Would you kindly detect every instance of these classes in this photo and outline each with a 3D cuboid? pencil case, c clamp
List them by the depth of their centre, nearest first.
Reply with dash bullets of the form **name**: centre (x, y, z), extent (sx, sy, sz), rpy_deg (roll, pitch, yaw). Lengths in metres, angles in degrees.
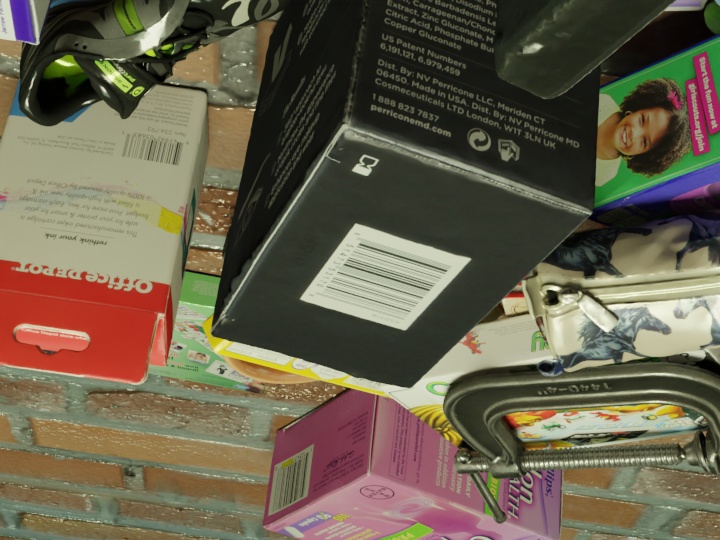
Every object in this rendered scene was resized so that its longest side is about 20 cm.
- **pencil case**: centre (0.181, 0.003, 0.684), extent (0.200, 0.078, 0.089), rpy_deg (-9, -169, 17)
- **c clamp**: centre (0.138, 0.099, 0.826), extent (0.200, 0.027, 0.171), rpy_deg (-10, 141, 29)

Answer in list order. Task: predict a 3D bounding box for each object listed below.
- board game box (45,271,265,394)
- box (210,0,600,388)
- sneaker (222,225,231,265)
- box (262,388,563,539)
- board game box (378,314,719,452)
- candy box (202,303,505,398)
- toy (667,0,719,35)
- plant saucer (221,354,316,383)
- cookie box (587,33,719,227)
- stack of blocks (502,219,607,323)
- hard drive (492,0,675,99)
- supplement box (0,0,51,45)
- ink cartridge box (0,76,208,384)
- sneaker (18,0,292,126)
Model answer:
- **board game box**: centre (-0.163, 0.040, 1.076), extent (0.200, 0.029, 0.135), rpy_deg (11, 148, -6)
- **box**: centre (0.022, -0.078, 0.670), extent (0.117, 0.200, 0.197), rpy_deg (17, 148, -15)
- **sneaker**: centre (-0.018, -0.032, 0.900), extent (0.115, 0.076, 0.200), rpy_deg (3, 155, -16)
- **box**: centre (0.046, 0.189, 1.216), extent (0.200, 0.097, 0.176), rpy_deg (23, 146, -25)
- **board game box**: centre (0.128, 0.066, 0.827), extent (0.200, 0.035, 0.126), rpy_deg (-14, 144, 32)
- **candy box**: centre (0.002, 0.029, 0.844), extent (0.102, 0.026, 0.200), rpy_deg (-41, 150, 17)
- **toy**: centre (0.186, -0.176, 0.623), extent (0.115, 0.047, 0.200), rpy_deg (1, 149, 7)
- **plant saucer**: centre (0.000, 0.000, 0.861), extent (0.200, 0.037, 0.200), rpy_deg (-21, 152, -12)
- **cookie box**: centre (0.241, -0.073, 0.719), extent (0.200, 0.075, 0.171), rpy_deg (-22, 155, 40)
- **stack of blocks**: centre (0.136, 0.015, 0.888), extent (0.059, 0.115, 0.200), rpy_deg (-1, 149, 14)
- **hard drive**: centre (0.100, -0.177, 0.489), extent (0.033, 0.200, 0.140), rpy_deg (21, 147, -22)
- **supplement box**: centre (-0.242, -0.188, 0.640), extent (0.200, 0.101, 0.103), rpy_deg (8, 149, -2)
- **ink cartridge box**: centre (-0.161, -0.017, 0.812), extent (0.116, 0.200, 0.067), rpy_deg (8, 149, -1)
- **sneaker**: centre (-0.109, -0.125, 0.736), extent (0.200, 0.083, 0.071), rpy_deg (-17, 142, 34)
